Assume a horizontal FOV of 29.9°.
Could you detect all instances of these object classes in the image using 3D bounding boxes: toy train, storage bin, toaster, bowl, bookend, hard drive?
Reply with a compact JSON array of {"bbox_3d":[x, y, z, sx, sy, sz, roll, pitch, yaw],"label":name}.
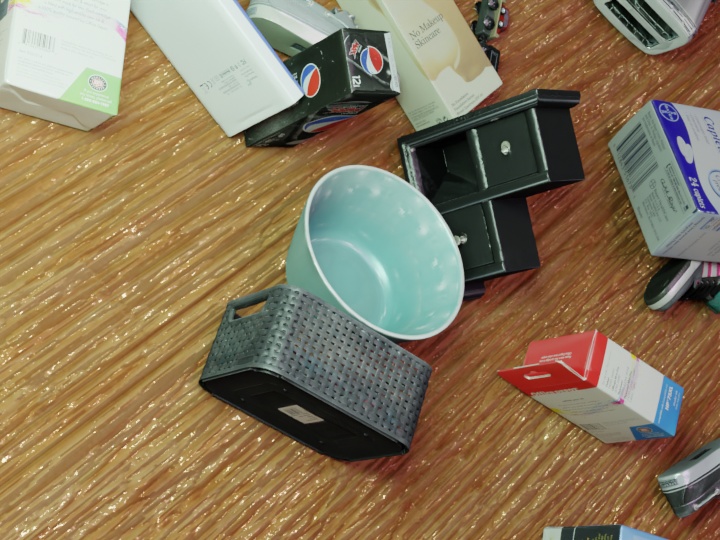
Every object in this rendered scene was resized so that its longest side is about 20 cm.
[{"bbox_3d":[0.165,-0.316,1.685,0.046,0.034,0.201,26,65,-34],"label":"toy train"},{"bbox_3d":[-0.044,0.108,1.360,0.200,0.135,0.094,31,62,-27],"label":"storage bin"},{"bbox_3d":[0.400,-0.385,1.832,0.200,0.114,0.129,39,63,-26],"label":"toaster"},{"bbox_3d":[0.000,0.000,1.425,0.200,0.105,0.201,19,55,-29],"label":"bowl"},{"bbox_3d":[0.161,-0.079,1.514,0.092,0.198,0.201,-7,84,-50],"label":"bookend"},{"bbox_3d":[-0.156,-0.236,1.361,0.200,0.132,0.025,53,55,-15],"label":"hard drive"}]

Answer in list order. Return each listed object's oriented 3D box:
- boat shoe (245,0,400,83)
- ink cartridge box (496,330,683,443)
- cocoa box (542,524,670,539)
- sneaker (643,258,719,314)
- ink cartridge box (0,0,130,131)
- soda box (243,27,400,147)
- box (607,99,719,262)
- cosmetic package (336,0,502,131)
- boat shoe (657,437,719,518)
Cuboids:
[{"bbox_3d":[-0.034,-0.262,1.499,0.200,0.070,0.072,25,69,-28],"label":"boat shoe"},{"bbox_3d":[0.273,0.132,1.607,0.200,0.116,0.067,33,62,-27],"label":"ink cartridge box"},{"bbox_3d":[0.288,0.402,1.544,0.133,0.131,0.201,22,67,-31],"label":"cocoa box"},{"bbox_3d":[0.462,0.024,1.801,0.121,0.084,0.200,51,53,-4],"label":"sneaker"},{"bbox_3d":[-0.289,-0.249,1.305,0.117,0.067,0.201,15,72,-33],"label":"ink cartridge box"},{"bbox_3d":[-0.047,-0.184,1.388,0.063,0.200,0.071,-4,81,-37],"label":"soda box"},{"bbox_3d":[0.453,-0.112,1.758,0.200,0.105,0.184,5,54,-29],"label":"box"},{"bbox_3d":[0.068,-0.270,1.577,0.105,0.071,0.200,-43,105,-35],"label":"cosmetic package"},{"bbox_3d":[0.471,0.261,1.750,0.199,0.074,0.068,-21,88,-38],"label":"boat shoe"}]
